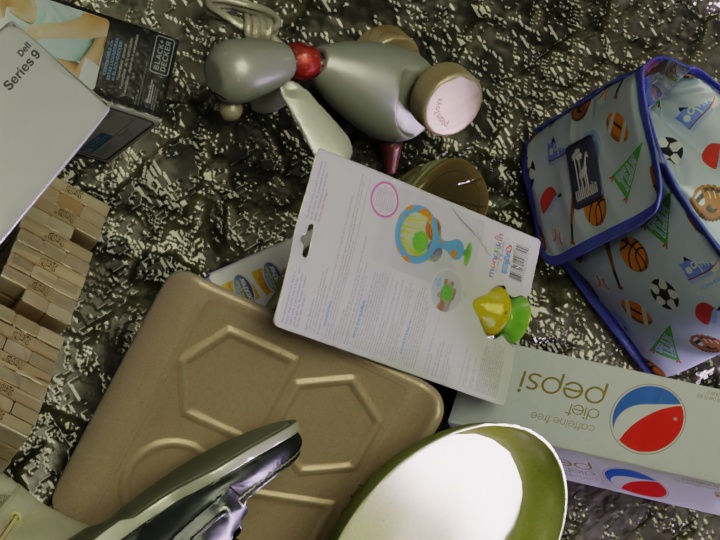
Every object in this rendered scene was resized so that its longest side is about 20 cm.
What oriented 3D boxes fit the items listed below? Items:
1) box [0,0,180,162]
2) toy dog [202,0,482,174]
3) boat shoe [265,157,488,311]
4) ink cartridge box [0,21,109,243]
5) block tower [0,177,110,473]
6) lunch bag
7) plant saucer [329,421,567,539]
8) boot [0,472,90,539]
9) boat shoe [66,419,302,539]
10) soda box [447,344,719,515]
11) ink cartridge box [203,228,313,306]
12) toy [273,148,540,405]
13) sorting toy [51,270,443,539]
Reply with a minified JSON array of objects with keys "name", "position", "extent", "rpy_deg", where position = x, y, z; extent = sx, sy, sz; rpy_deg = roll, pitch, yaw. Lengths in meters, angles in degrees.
[{"name":"box","position":[-0.231,-0.137,1.742],"extent":[0.200,0.117,0.060],"rpy_deg":[18,72,-20]},{"name":"toy dog","position":[-0.021,-0.111,1.842],"extent":[0.200,0.132,0.096],"rpy_deg":[8,112,-18]},{"name":"boat shoe","position":[-0.001,-0.002,1.804],"extent":[0.201,0.063,0.073],"rpy_deg":[-46,113,-20]},{"name":"ink cartridge box","position":[-0.253,-0.049,1.658],"extent":[0.084,0.200,0.146],"rpy_deg":[41,64,-10]},{"name":"block tower","position":[-0.215,0.034,1.708],"extent":[0.058,0.054,0.200],"rpy_deg":[28,50,-14]},{"name":"lunch bag","position":[0.213,-0.040,1.883],"extent":[0.124,0.170,0.200],"rpy_deg":[-39,95,-32]},{"name":"plant saucer","position":[0.048,0.180,1.772],"extent":[0.200,0.031,0.200],"rpy_deg":[-21,129,-29]},{"name":"boot","position":[-0.220,0.229,1.673],"extent":[0.155,0.072,0.200],"rpy_deg":[28,63,-17]},{"name":"boat shoe","position":[-0.109,0.163,1.675],"extent":[0.199,0.074,0.066],"rpy_deg":[-33,99,-30]},{"name":"soda box","position":[0.165,0.106,1.821],"extent":[0.200,0.064,0.068],"rpy_deg":[12,67,21]},{"name":"ink cartridge box","position":[-0.028,0.035,1.828],"extent":[0.200,0.042,0.119],"rpy_deg":[-24,87,-29]},{"name":"toy","position":[0.024,0.007,1.755],"extent":[0.200,0.047,0.115],"rpy_deg":[20,79,-34]},{"name":"sorting toy","position":[-0.073,0.116,1.750],"extent":[0.200,0.036,0.185],"rpy_deg":[26,101,-13]}]
